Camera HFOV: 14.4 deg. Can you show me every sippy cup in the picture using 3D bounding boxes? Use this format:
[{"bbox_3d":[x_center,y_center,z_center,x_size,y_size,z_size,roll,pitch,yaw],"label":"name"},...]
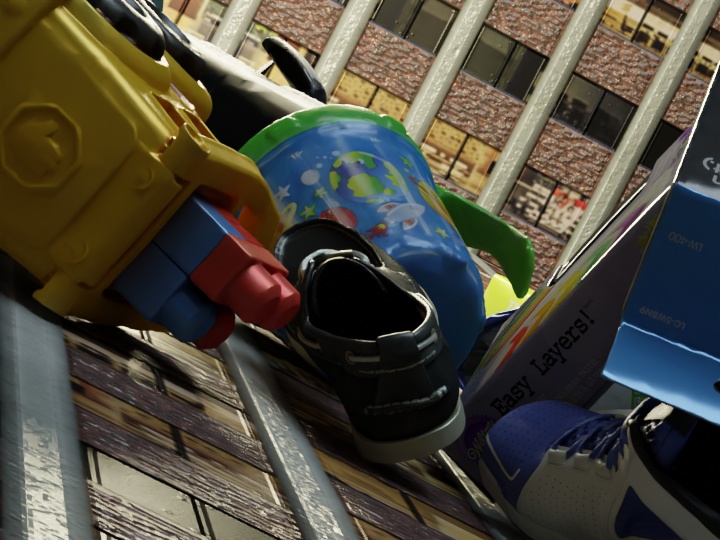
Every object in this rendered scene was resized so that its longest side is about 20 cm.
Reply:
[{"bbox_3d":[0.000,0.000,1.515,0.130,0.177,0.140,50,-8,51],"label":"sippy cup"}]

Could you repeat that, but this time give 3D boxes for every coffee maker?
[{"bbox_3d":[-0.090,-0.071,1.894,0.191,0.136,0.200,-6,24,-37],"label":"coffee maker"}]

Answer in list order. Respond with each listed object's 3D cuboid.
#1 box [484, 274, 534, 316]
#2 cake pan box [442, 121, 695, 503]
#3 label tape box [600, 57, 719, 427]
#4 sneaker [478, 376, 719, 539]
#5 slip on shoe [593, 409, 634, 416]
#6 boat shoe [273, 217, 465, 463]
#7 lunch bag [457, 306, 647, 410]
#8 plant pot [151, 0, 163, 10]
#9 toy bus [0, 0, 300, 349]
[{"bbox_3d":[0.201,0.073,2.414,0.122,0.048,0.200,24,5,-42],"label":"box"},{"bbox_3d":[0.129,0.009,1.428,0.052,0.184,0.200,44,22,-1],"label":"cake pan box"},{"bbox_3d":[0.199,-0.005,1.234,0.143,0.064,0.200,22,36,4],"label":"label tape box"},{"bbox_3d":[0.135,0.086,1.253,0.199,0.080,0.116,32,-38,47],"label":"sneaker"},{"bbox_3d":[0.177,0.128,1.510,0.199,0.076,0.061,17,52,-20],"label":"slip on shoe"},{"bbox_3d":[0.000,0.016,1.356,0.200,0.071,0.068,-122,-170,-61],"label":"boat shoe"},{"bbox_3d":[0.170,0.079,1.677,0.199,0.125,0.170,14,-4,31],"label":"lunch bag"},{"bbox_3d":[-0.216,-0.162,1.780,0.200,0.162,0.201,27,4,-2],"label":"plant pot"},{"bbox_3d":[-0.101,-0.034,1.301,0.192,0.136,0.200,42,5,14],"label":"toy bus"}]
